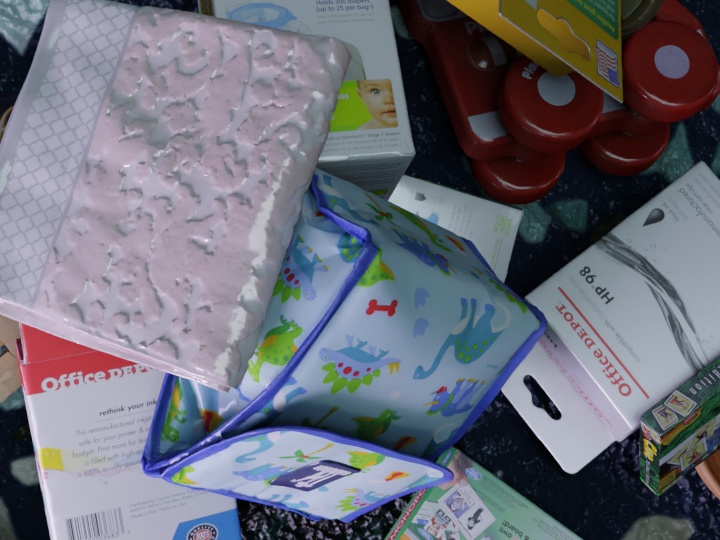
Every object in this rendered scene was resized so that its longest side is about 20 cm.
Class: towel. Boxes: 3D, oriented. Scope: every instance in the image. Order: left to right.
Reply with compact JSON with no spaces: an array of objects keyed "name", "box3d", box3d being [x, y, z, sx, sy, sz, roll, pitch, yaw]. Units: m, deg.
[{"name":"towel","box3d":[-0.120,-0.053,0.679,0.190,0.032,0.201,15,81,18]}]

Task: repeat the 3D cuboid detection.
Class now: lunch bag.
[{"name":"lunch bag","box3d":[-0.015,0.062,0.727,0.170,0.128,0.200,24,110,-42]}]

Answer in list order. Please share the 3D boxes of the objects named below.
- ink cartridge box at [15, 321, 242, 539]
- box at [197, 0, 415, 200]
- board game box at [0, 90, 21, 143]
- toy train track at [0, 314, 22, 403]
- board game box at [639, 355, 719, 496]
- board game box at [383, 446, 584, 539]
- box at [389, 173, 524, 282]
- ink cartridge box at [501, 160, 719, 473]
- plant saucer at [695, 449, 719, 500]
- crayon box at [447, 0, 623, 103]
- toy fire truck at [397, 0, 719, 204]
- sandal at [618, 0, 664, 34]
[{"name":"ink cartridge box","box3d":[-0.147,0.095,0.761,0.115,0.067,0.201,-10,102,-17]},{"name":"box","box3d":[-0.042,-0.145,0.769,0.112,0.101,0.201,-5,76,-11]},{"name":"board game box","box3d":[-0.192,-0.052,0.765,0.199,0.035,0.136,-14,64,-11]},{"name":"toy train track","box3d":[-0.180,0.021,0.792,0.200,0.033,0.115,-41,110,-9]},{"name":"board game box","box3d":[0.272,0.069,0.824,0.200,0.105,0.023,-35,55,-9]},{"name":"board game box","box3d":[0.105,0.235,0.853,0.200,0.029,0.135,37,84,-9]},{"name":"box","box3d":[0.000,0.000,0.832,0.199,0.036,0.145,16,86,-12]},{"name":"ink cartridge box","box3d":[0.190,0.035,0.834,0.200,0.067,0.116,-37,77,-7]},{"name":"plant saucer","box3d":[0.326,0.092,0.897,0.199,0.032,0.202,0,90,-11]},{"name":"crayon box","box3d":[0.100,-0.204,0.713,0.125,0.051,0.201,23,62,-43]},{"name":"toy fire truck","box3d":[0.141,-0.152,0.833,0.199,0.112,0.169,-15,74,-12]},{"name":"sandal","box3d":[0.160,-0.220,0.804,0.054,0.200,0.082,20,116,-30]}]
